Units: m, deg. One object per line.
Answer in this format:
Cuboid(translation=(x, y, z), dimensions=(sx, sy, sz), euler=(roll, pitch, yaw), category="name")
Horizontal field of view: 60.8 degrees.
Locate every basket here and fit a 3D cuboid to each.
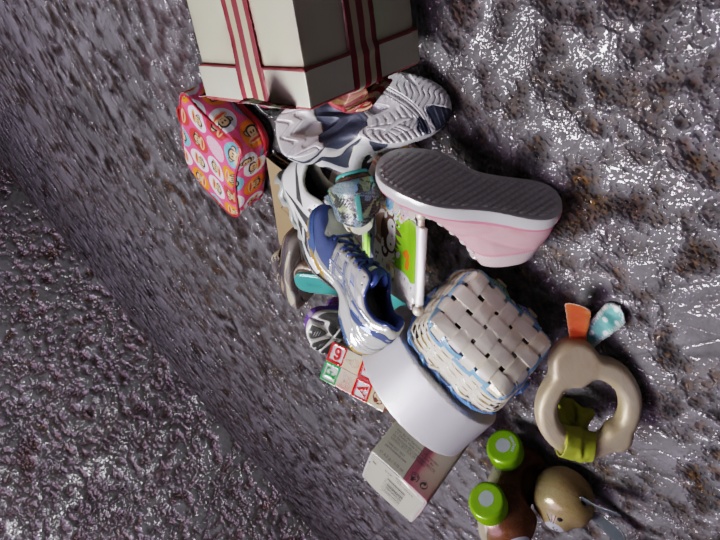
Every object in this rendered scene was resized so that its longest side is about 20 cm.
Cuboid(translation=(0.146, 0.091, 0.770), dimensions=(0.176, 0.139, 0.200), euler=(44, 166, 5), category="basket")

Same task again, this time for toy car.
Cuboid(translation=(0.280, 0.348, 0.895), dimensions=(0.196, 0.160, 0.166), euler=(8, 146, 33), category="toy car")

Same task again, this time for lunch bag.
Cuboid(translation=(-0.231, -0.203, 0.994), dimensions=(0.176, 0.082, 0.201), euler=(43, 151, 11), category="lunch bag")

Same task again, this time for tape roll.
Cuboid(translation=(0.096, 0.147, 0.845), dimensions=(0.203, 0.202, 0.071), euler=(46, 109, 4), category="tape roll")

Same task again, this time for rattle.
Cuboid(translation=(0.262, 0.111, 0.742), dimensions=(0.127, 0.143, 0.205), euler=(-12, 104, 22), category="rattle")

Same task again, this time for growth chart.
Cuboid(translation=(0.039, -0.027, 0.781), dimensions=(0.199, 0.017, 0.149), euler=(-153, 58, -67), category="growth chart")

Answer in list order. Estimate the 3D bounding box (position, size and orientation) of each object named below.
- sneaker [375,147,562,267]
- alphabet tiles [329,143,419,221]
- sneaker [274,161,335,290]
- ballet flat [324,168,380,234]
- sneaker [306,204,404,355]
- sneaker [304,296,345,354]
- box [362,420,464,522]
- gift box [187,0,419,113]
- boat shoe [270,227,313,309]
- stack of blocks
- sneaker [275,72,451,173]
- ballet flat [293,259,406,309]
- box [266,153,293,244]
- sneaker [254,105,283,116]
Cuboid(translation=(0.107, -0.059, 0.663), dimensions=(0.195, 0.077, 0.106), euler=(15, 149, 8), category="sneaker")
Cuboid(translation=(0.012, -0.129, 0.816), dimensions=(0.200, 0.015, 0.197), euler=(44, 151, 10), category="alphabet tiles")
Cuboid(translation=(-0.046, -0.064, 0.857), dimensions=(0.088, 0.074, 0.203), euler=(-24, 98, 50), category="sneaker")
Cuboid(translation=(-0.008, -0.077, 0.737), dimensions=(0.075, 0.074, 0.200), euler=(49, -175, -2), category="ballet flat")
Cuboid(translation=(0.000, 0.000, 0.778), dimensions=(0.088, 0.074, 0.204), euler=(-31, 81, 47), category="sneaker")
Cuboid(translation=(-0.038, 0.077, 0.982), dimensions=(0.083, 0.081, 0.199), euler=(44, -166, 21), category="sneaker")
Cuboid(translation=(0.107, 0.266, 0.962), dimensions=(0.108, 0.200, 0.129), euler=(37, 150, 16), category="box")
Cuboid(translation=(-0.071, -0.245, 0.579), dimensions=(0.182, 0.198, 0.191), euler=(21, 132, 43), category="gift box")
Cuboid(translation=(-0.120, -0.008, 1.037), dimensions=(0.073, 0.074, 0.202), euler=(37, 150, 18), category="boat shoe")
Cuboid(translation=(0.031, 0.168, 0.979), dimensions=(0.113, 0.060, 0.199), euler=(22, 180, 23), category="stack of blocks")
Cuboid(translation=(0.012, -0.162, 0.709), dimensions=(0.129, 0.194, 0.082), euler=(-7, -99, -76), category="sneaker")
Cuboid(translation=(-0.007, 0.012, 0.943), dimensions=(0.195, 0.068, 0.069), euler=(16, 134, 14), category="ballet flat")
Cuboid(translation=(-0.084, -0.074, 1.002), dimensions=(0.162, 0.021, 0.202), euler=(36, 151, 24), category="box")
Cuboid(translation=(-0.155, -0.301, 0.800), dimensions=(0.090, 0.069, 0.203), euler=(28, 147, 59), category="sneaker")
